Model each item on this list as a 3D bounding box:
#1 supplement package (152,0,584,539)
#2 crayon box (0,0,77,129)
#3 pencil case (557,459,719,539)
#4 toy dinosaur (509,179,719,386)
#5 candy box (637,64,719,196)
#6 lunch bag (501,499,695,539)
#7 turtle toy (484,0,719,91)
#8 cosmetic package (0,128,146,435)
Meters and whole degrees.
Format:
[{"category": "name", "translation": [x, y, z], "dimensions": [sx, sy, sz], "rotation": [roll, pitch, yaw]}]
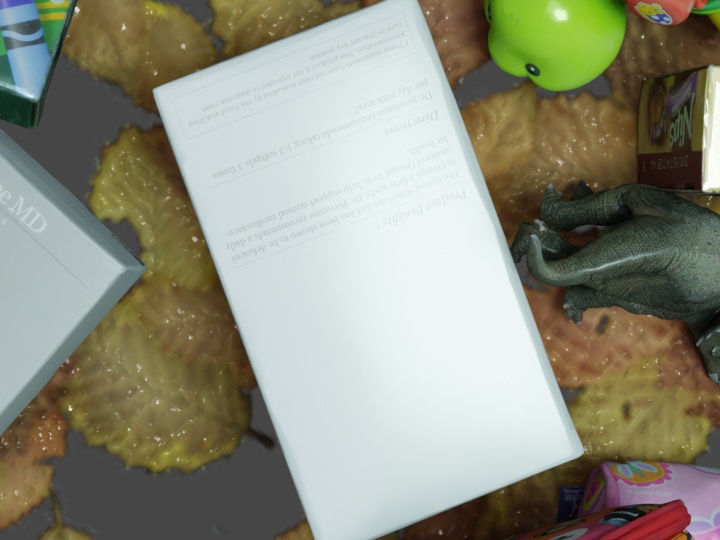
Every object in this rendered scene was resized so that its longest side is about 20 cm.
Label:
[{"category": "supplement package", "translation": [0.000, 0.000, 0.735], "dimensions": [0.116, 0.117, 0.202], "rotation": [-20, 94, -3]}, {"category": "crayon box", "translation": [-0.204, -0.151, 0.685], "dimensions": [0.198, 0.052, 0.127], "rotation": [18, 77, -9]}, {"category": "pencil case", "translation": [0.191, 0.136, 0.775], "dimensions": [0.197, 0.087, 0.089], "rotation": [5, 93, -4]}, {"category": "toy dinosaur", "translation": [0.127, -0.008, 0.737], "dimensions": [0.101, 0.200, 0.078], "rotation": [5, 74, 28]}, {"category": "candy box", "translation": [0.230, -0.056, 0.748], "dimensions": [0.197, 0.117, 0.057], "rotation": [1, 93, -5]}, {"category": "lunch bag", "translation": [0.036, 0.167, 0.685], "dimensions": [0.175, 0.200, 0.083], "rotation": [-20, 81, -39]}, {"category": "turtle toy", "translation": [0.124, -0.156, 0.723], "dimensions": [0.100, 0.200, 0.146], "rotation": [-19, 65, -40]}, {"category": "cosmetic package", "translation": [-0.195, 0.038, 0.740], "dimensions": [0.107, 0.090, 0.201], "rotation": [40, 92, -1]}]
